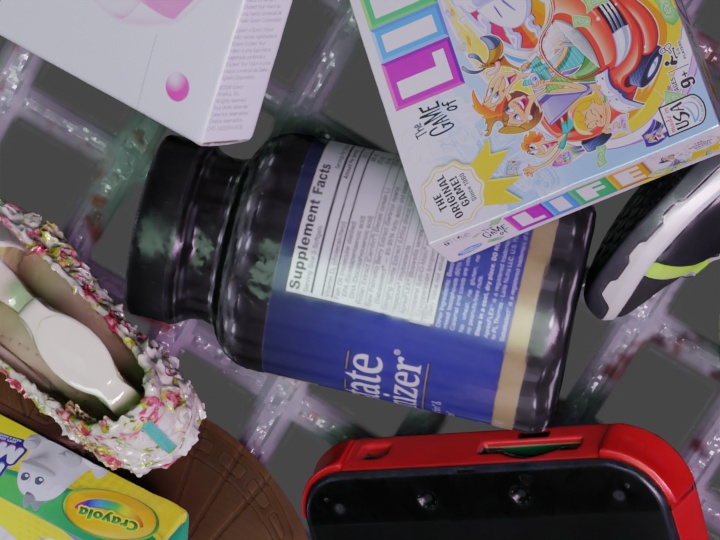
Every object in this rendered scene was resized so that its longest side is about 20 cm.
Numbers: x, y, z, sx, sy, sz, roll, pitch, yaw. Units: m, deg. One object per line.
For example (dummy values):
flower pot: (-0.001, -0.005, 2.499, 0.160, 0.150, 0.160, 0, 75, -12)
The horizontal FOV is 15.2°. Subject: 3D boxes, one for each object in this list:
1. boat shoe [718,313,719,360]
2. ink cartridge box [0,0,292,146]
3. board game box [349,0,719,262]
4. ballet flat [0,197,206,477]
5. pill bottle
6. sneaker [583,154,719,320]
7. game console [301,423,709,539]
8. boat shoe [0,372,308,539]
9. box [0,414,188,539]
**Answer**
boat shoe: (0.263, 0.030, 1.217, 0.200, 0.068, 0.072, -7, 103, 9)
ink cartridge box: (-0.103, -0.183, 1.177, 0.196, 0.043, 0.200, 29, 113, 31)
board game box: (0.066, -0.121, 1.167, 0.134, 0.034, 0.200, -23, 70, 14)
ballet flat: (-0.151, 0.017, 1.243, 0.200, 0.064, 0.076, 36, 83, 21)
pill bottle: (0.000, 0.000, 1.224, 0.200, 0.112, 0.112, 12, 108, 5)
sneaker: (0.187, -0.034, 1.206, 0.083, 0.072, 0.200, 43, 108, -7)
game console: (0.077, 0.158, 1.272, 0.200, 0.031, 0.177, -5, 115, 30)
boat shoe: (-0.117, 0.103, 1.303, 0.200, 0.072, 0.072, 32, 140, -2)
box: (-0.178, 0.118, 1.276, 0.200, 0.048, 0.117, 27, 140, 18)
